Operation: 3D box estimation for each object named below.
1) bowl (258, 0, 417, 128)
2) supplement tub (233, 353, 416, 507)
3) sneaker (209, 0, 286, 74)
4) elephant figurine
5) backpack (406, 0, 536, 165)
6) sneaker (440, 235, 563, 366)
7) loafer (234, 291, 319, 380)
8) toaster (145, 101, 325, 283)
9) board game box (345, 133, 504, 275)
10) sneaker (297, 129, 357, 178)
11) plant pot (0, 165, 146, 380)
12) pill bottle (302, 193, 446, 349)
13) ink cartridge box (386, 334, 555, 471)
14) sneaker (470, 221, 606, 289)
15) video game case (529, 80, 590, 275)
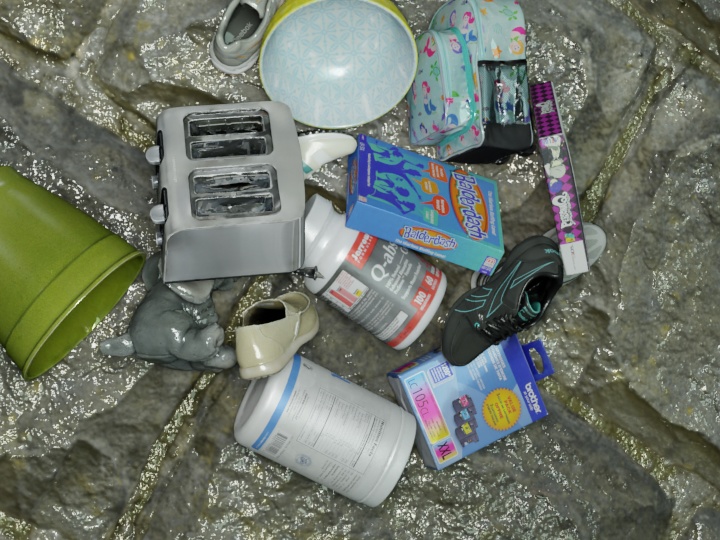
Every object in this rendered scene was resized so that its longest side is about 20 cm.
[{"bbox_3d":[-0.032,-0.287,1.702,0.197,0.202,0.109,5,45,-13],"label":"bowl"},{"bbox_3d":[-0.045,0.193,1.694,0.198,0.132,0.133,27,83,-13],"label":"supplement tub"},{"bbox_3d":[-0.117,-0.338,1.697,0.075,0.092,0.202,29,82,-2],"label":"sneaker"},{"bbox_3d":[-0.207,0.016,1.673,0.140,0.155,0.203,-2,76,29],"label":"elephant figurine"},{"bbox_3d":[0.137,-0.244,1.719,0.148,0.177,0.203,4,85,-18],"label":"backpack"},{"bbox_3d":[0.172,0.047,1.670,0.075,0.080,0.201,29,110,-30],"label":"sneaker"},{"bbox_3d":[-0.101,0.063,1.652,0.075,0.200,0.069,-9,108,14],"label":"loafer"},{"bbox_3d":[-0.146,-0.087,1.588,0.197,0.119,0.183,-4,59,-7],"label":"toaster"},{"bbox_3d":[0.080,-0.084,1.721,0.197,0.153,0.045,18,126,-14],"label":"board game box"},{"bbox_3d":[-0.097,-0.122,1.721,0.197,0.070,0.095,-10,99,-11],"label":"sneaker"},{"bbox_3d":[-0.386,-0.013,1.595,0.193,0.200,0.201,43,80,2],"label":"plant pot"},{"bbox_3d":[0.000,0.000,1.713,0.199,0.116,0.117,34,82,-11],"label":"pill bottle"},{"bbox_3d":[0.151,0.152,1.771,0.198,0.076,0.138,-25,95,-14],"label":"ink cartridge box"},{"bbox_3d":[0.248,-0.006,1.773,0.198,0.115,0.077,-24,95,-13],"label":"sneaker"},{"bbox_3d":[0.248,-0.119,1.710,0.035,0.201,0.184,-12,115,9],"label":"video game case"}]
